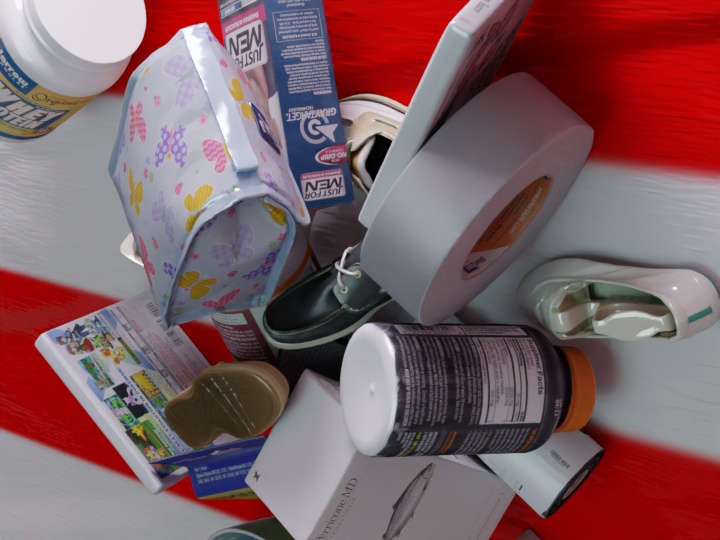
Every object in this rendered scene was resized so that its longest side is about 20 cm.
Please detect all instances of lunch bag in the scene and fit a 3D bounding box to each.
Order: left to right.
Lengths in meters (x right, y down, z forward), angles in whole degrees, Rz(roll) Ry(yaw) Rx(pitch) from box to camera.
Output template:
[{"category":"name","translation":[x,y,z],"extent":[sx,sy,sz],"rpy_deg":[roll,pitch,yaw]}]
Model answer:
[{"category":"lunch bag","translation":[-0.123,-0.077,1.252],"extent":[0.171,0.126,0.201],"rpy_deg":[65,155,25]}]

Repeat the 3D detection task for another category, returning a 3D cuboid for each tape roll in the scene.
[{"category":"tape roll","translation":[0.091,-0.053,1.171],"extent":[0.066,0.200,0.201],"rpy_deg":[43,136,17]}]

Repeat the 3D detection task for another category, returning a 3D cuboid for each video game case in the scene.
[{"category":"video game case","translation":[-0.219,0.123,1.589],"extent":[0.200,0.182,0.022],"rpy_deg":[50,122,9]},{"category":"video game case","translation":[0.077,-0.145,1.146],"extent":[0.024,0.182,0.201],"rpy_deg":[33,134,7]}]

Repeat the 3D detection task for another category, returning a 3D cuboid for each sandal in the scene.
[{"category":"sandal","translation":[-0.007,0.109,1.395],"extent":[0.076,0.200,0.043],"rpy_deg":[-47,39,10]}]

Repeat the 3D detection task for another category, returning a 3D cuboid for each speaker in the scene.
[{"category":"speaker","translation":[0.115,0.122,1.340],"extent":[0.200,0.081,0.082],"rpy_deg":[42,136,18]}]

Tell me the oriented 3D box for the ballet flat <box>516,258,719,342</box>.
[{"category":"ballet flat","translation":[0.192,0.029,1.223],"extent":[0.199,0.069,0.070],"rpy_deg":[0,113,44]}]

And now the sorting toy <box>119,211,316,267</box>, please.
[{"category":"sorting toy","translation":[-0.121,-0.073,1.449],"extent":[0.179,0.107,0.201],"rpy_deg":[29,133,12]}]

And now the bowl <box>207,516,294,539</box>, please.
[{"category":"bowl","translation":[-0.067,0.340,1.625],"extent":[0.200,0.105,0.203],"rpy_deg":[24,128,33]}]

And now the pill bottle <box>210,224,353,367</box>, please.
[{"category":"pill bottle","translation":[-0.070,0.056,1.428],"extent":[0.113,0.114,0.201],"rpy_deg":[10,137,40]}]

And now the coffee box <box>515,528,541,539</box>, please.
[{"category":"coffee box","translation":[0.116,0.351,1.449],"extent":[0.080,0.113,0.201],"rpy_deg":[44,136,16]}]

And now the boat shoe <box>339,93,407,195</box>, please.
[{"category":"boat shoe","translation":[0.017,-0.104,1.311],"extent":[0.199,0.068,0.076],"rpy_deg":[11,120,40]}]

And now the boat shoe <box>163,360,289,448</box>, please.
[{"category":"boat shoe","translation":[-0.113,0.109,1.370],"extent":[0.072,0.064,0.199],"rpy_deg":[57,148,-7]}]

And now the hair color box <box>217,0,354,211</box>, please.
[{"category":"hair color box","translation":[-0.067,-0.150,1.318],"extent":[0.100,0.060,0.202],"rpy_deg":[-6,94,63]}]

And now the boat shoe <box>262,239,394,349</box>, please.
[{"category":"boat shoe","translation":[0.000,0.000,1.307],"extent":[0.072,0.198,0.068],"rpy_deg":[66,-175,37]}]

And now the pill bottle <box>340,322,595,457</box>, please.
[{"category":"pill bottle","translation":[0.091,0.096,1.231],"extent":[0.106,0.198,0.108],"rpy_deg":[-178,90,-64]}]

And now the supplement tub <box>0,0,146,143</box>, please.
[{"category":"supplement tub","translation":[-0.313,-0.224,1.503],"extent":[0.199,0.144,0.146],"rpy_deg":[-25,95,49]}]

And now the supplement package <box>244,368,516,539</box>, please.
[{"category":"supplement package","translation":[0.020,0.187,1.343],"extent":[0.117,0.199,0.118],"rpy_deg":[40,103,51]}]

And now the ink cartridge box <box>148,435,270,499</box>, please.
[{"category":"ink cartridge box","translation":[-0.071,0.193,1.479],"extent":[0.197,0.199,0.048],"rpy_deg":[-19,73,48]}]
